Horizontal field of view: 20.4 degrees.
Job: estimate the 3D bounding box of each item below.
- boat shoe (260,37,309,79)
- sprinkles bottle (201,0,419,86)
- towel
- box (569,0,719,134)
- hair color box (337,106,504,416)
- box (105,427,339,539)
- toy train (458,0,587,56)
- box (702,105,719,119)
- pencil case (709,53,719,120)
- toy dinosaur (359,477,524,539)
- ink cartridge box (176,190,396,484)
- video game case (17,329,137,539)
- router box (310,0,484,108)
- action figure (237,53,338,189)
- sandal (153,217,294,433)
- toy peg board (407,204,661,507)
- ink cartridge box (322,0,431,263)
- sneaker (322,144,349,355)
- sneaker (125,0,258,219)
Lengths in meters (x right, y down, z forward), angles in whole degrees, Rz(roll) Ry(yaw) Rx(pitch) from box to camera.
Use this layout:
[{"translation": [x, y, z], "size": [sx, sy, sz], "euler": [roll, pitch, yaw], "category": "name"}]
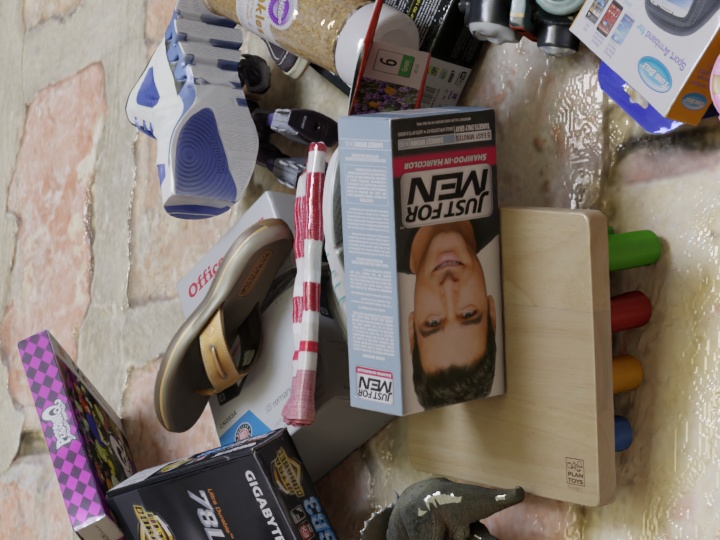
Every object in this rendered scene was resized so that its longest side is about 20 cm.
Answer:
[{"translation": [-0.078, -0.234, 1.713], "size": [0.072, 0.064, 0.201], "euler": [-56, 28, 31], "category": "boat shoe"}, {"translation": [-0.043, -0.203, 1.589], "size": [0.199, 0.068, 0.069], "euler": [31, 105, 39], "category": "sprinkles bottle"}, {"translation": [-0.041, 0.015, 1.489], "size": [0.144, 0.023, 0.202], "euler": [121, 152, -83], "category": "towel"}, {"translation": [0.222, -0.195, 1.359], "size": [0.119, 0.041, 0.201], "euler": [49, 117, 41], "category": "box"}, {"translation": [0.043, -0.009, 1.380], "size": [0.060, 0.099, 0.202], "euler": [8, 103, 50], "category": "hair color box"}, {"translation": [-0.092, 0.240, 1.605], "size": [0.198, 0.050, 0.201], "euler": [-19, 99, 46], "category": "box"}, {"translation": [0.134, -0.258, 1.471], "size": [0.113, 0.085, 0.202], "euler": [7, 89, 27], "category": "toy train"}, {"translation": [0.240, -0.207, 1.397], "size": [0.121, 0.032, 0.202], "euler": [-11, 75, 48], "category": "box"}, {"translation": [0.317, -0.122, 1.248], "size": [0.199, 0.082, 0.087], "euler": [-7, 88, 48], "category": "pencil case"}, {"translation": [0.054, 0.194, 1.453], "size": [0.102, 0.077, 0.200], "euler": [47, 152, 8], "category": "toy dinosaur"}, {"translation": [-0.061, 0.059, 1.647], "size": [0.145, 0.083, 0.201], "euler": [-43, 53, 36], "category": "ink cartridge box"}, {"translation": [-0.230, 0.176, 1.761], "size": [0.036, 0.182, 0.201], "euler": [-25, 55, 2], "category": "video game case"}, {"translation": [0.047, -0.223, 1.608], "size": [0.149, 0.051, 0.201], "euler": [42, 114, 47], "category": "router box"}, {"translation": [-0.089, -0.119, 1.734], "size": [0.200, 0.069, 0.131], "euler": [20, 106, 53], "category": "action figure"}, {"translation": [-0.102, 0.052, 1.586], "size": [0.054, 0.080, 0.201], "euler": [38, 108, 22], "category": "sandal"}, {"translation": [0.130, 0.049, 1.439], "size": [0.199, 0.097, 0.201], "euler": [6, 102, 51], "category": "toy peg board"}, {"translation": [0.017, -0.108, 1.473], "size": [0.109, 0.050, 0.201], "euler": [-74, -3, -49], "category": "ink cartridge box"}, {"translation": [0.000, 0.000, 1.444], "size": [0.080, 0.070, 0.202], "euler": [26, 129, 58], "category": "sneaker"}, {"translation": [-0.146, -0.125, 1.708], "size": [0.115, 0.080, 0.201], "euler": [-41, 45, 53], "category": "sneaker"}]
